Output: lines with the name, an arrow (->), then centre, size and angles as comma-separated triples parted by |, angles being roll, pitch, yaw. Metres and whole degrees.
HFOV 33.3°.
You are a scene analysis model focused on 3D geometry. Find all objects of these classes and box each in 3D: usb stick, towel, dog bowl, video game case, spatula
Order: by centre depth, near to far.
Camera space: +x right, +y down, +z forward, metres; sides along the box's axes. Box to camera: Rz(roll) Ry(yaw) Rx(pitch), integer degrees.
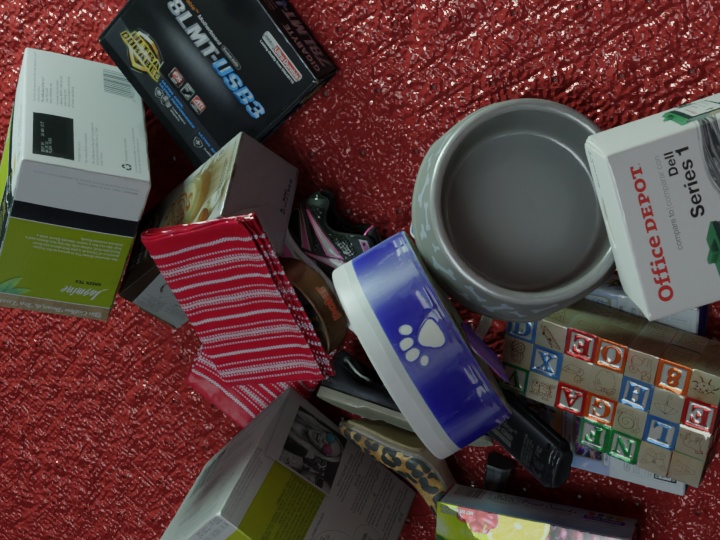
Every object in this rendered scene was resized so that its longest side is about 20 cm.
dog bowl -> 0.144, -0.056, 1.046 | 0.197, 0.059, 0.203 | 0, 83, -1
spatula -> 0.116, 0.037, 1.106 | 0.020, 0.201, 0.057 | -37, 110, 25
dog bowl -> 0.057, 0.067, 1.108 | 0.078, 0.200, 0.201 | -30, 96, 5
video game case -> 0.233, 0.100, 1.151 | 0.179, 0.045, 0.202 | 11, 118, 27
usb stick -> 0.136, 0.138, 1.186 | 0.200, 0.032, 0.056 | 42, 132, 46
towel -> -0.122, 0.034, 1.188 | 0.143, 0.023, 0.201 | -7, 122, 33
towel -> -0.115, 0.102, 1.377 | 0.144, 0.022, 0.201 | 38, 127, 10

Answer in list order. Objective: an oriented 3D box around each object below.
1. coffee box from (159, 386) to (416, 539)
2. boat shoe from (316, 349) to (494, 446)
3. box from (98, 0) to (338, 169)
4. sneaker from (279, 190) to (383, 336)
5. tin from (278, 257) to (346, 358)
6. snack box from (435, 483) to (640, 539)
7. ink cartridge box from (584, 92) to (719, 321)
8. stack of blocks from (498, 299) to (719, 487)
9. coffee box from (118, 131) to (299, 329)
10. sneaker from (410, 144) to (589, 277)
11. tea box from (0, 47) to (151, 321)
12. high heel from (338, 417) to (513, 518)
coffee box -> -0.091, 0.299, 1.332 | 0.197, 0.201, 0.200 | 40, 129, -9
boat shoe -> 0.051, 0.133, 1.266 | 0.198, 0.073, 0.063 | 15, 75, 21
box -> -0.150, -0.221, 1.234 | 0.198, 0.050, 0.201 | -36, 92, 40
sneaker -> 0.000, 0.000, 1.232 | 0.200, 0.080, 0.086 | 42, 110, -3
tin -> -0.087, 0.049, 1.256 | 0.199, 0.042, 0.113 | -16, 105, 54
snack box -> 0.175, 0.306, 1.214 | 0.198, 0.053, 0.144 | 7, 107, 23
ink cartridge box -> 0.295, -0.062, 0.956 | 0.198, 0.084, 0.148 | -18, 105, 5
stack of blocks -> 0.228, 0.101, 1.088 | 0.198, 0.058, 0.116 | 19, 121, 24
coffee box -> -0.159, -0.037, 1.252 | 0.079, 0.115, 0.199 | 31, 137, -26
sneaker -> 0.137, -0.060, 1.111 | 0.198, 0.080, 0.116 | 20, 124, 24
tea box -> -0.313, -0.090, 1.284 | 0.132, 0.201, 0.198 | 10, 130, -22
high heel -> 0.059, 0.244, 1.312 | 0.198, 0.071, 0.144 | 17, 115, 14
